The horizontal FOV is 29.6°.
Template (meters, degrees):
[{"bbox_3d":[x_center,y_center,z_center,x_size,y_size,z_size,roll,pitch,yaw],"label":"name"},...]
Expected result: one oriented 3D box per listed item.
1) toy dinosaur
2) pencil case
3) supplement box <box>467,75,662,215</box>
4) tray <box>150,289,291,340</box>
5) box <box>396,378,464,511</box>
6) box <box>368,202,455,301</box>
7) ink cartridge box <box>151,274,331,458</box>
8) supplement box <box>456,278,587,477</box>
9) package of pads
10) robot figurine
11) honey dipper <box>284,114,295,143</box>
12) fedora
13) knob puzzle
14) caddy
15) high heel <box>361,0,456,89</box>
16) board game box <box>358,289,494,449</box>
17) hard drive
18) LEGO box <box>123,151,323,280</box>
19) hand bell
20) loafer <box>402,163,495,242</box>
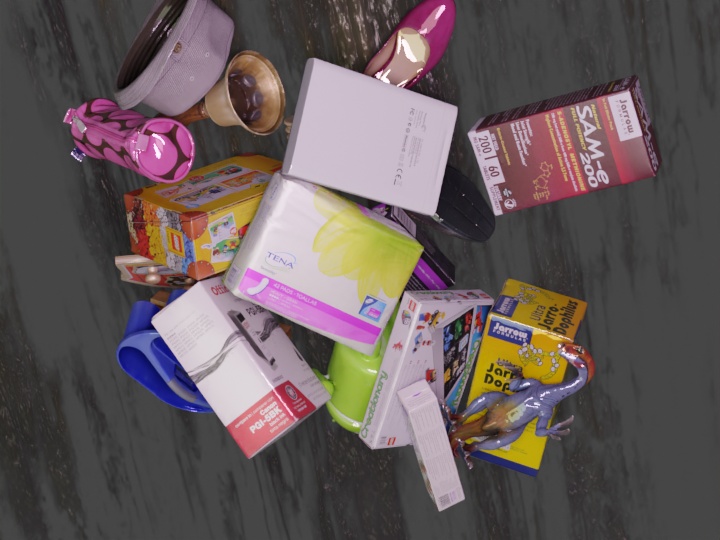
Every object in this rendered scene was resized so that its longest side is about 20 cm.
[{"bbox_3d":[0.187,0.147,1.606,0.180,0.200,0.106,-25,90,-8],"label":"toy dinosaur"},{"bbox_3d":[-0.291,-0.164,1.703,0.199,0.093,0.092,18,80,50],"label":"pencil case"},{"bbox_3d":[0.236,-0.143,1.575,0.198,0.061,0.110,-14,107,25],"label":"supplement box"},{"bbox_3d":[-0.194,0.100,1.871,0.198,0.037,0.100,14,117,14],"label":"tray"},{"bbox_3d":[0.088,0.217,1.668,0.041,0.039,0.201,-25,133,-8],"label":"box"},{"bbox_3d":[0.000,0.000,1.716,0.198,0.036,0.143,-24,129,27],"label":"box"},{"bbox_3d":[-0.140,0.107,1.627,0.083,0.147,0.201,-38,85,15],"label":"ink cartridge box"},{"bbox_3d":[0.199,0.132,1.685,0.108,0.109,0.202,16,118,12],"label":"supplement box"},{"bbox_3d":[-0.041,-0.011,1.586,0.198,0.068,0.156,24,97,-20],"label":"package of pads"},{"bbox_3d":[0.016,0.129,1.740,0.173,0.117,0.201,-3,139,-17],"label":"robot figurine"},{"bbox_3d":[-0.061,-0.100,1.731,0.038,0.038,0.202,0,117,21],"label":"honey dipper"},{"bbox_3d":[-0.215,-0.268,1.650,0.090,0.202,0.176,31,168,-26],"label":"fedora"},{"bbox_3d":[-0.211,0.010,1.756,0.217,0.219,0.031,-10,77,25],"label":"knob puzzle"},{"bbox_3d":[-0.225,0.116,1.769,0.140,0.106,0.200,-15,139,29],"label":"caddy"},{"bbox_3d":[0.041,-0.234,1.590,0.067,0.096,0.201,37,121,2],"label":"high heel"},{"bbox_3d":[0.081,0.120,1.658,0.035,0.125,0.202,37,118,44],"label":"board game box"},{"bbox_3d":[0.013,-0.151,1.566,0.027,0.198,0.134,10,86,60],"label":"hard drive"},{"bbox_3d":[-0.164,-0.071,1.660,0.148,0.199,0.078,20,123,45],"label":"LEGO box"},{"bbox_3d":[-0.200,-0.201,1.722,0.198,0.104,0.105,-12,109,39],"label":"hand bell"},{"bbox_3d":[0.076,-0.097,1.666,0.199,0.073,0.072,36,159,-4],"label":"loafer"}]
